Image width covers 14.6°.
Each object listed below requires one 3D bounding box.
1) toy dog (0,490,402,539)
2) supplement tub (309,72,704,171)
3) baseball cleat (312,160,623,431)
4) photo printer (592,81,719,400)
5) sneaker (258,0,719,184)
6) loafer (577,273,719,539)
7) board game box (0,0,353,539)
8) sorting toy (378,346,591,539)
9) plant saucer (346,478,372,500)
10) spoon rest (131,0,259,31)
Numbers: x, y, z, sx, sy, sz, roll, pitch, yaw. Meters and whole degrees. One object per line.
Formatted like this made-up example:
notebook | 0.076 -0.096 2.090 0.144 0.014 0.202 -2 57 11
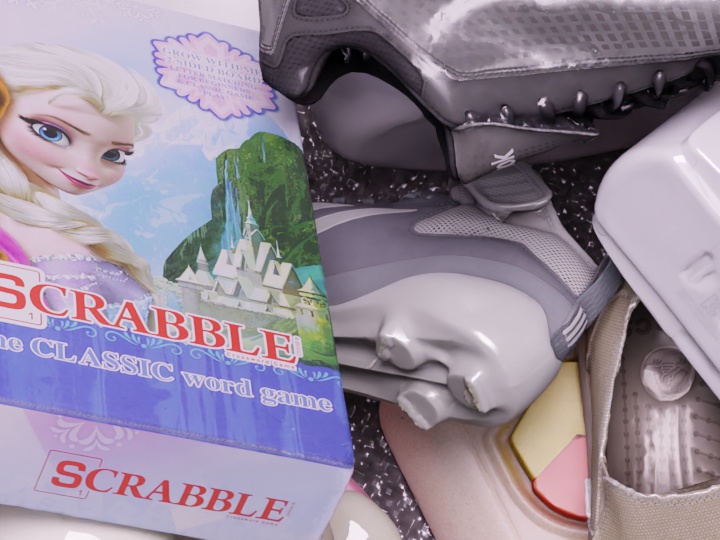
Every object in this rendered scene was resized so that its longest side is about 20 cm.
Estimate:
toy dog | -0.086 0.116 0.847 0.139 0.200 0.194 26 85 10
supplement tub | 0.045 -0.144 0.949 0.145 0.145 0.200 -8 81 5
baseball cleat | 0.000 0.000 0.963 0.200 0.070 0.106 18 48 37
photo printer | 0.188 -0.013 0.909 0.200 0.069 0.166 -35 86 -40
sneaker | 0.059 -0.065 0.833 0.200 0.066 0.091 12 84 6
loafer | 0.106 0.085 0.914 0.076 0.068 0.200 -11 79 2
board game box | -0.110 -0.017 0.814 0.200 0.041 0.200 12 38 -19
sorting toy | 0.130 0.079 0.963 0.200 0.036 0.185 -27 80 2
plant saucer | -0.074 0.143 0.969 0.200 0.051 0.201 -1 82 5
spoon rest | -0.086 -0.148 0.958 0.061 0.200 0.099 -5 42 42
